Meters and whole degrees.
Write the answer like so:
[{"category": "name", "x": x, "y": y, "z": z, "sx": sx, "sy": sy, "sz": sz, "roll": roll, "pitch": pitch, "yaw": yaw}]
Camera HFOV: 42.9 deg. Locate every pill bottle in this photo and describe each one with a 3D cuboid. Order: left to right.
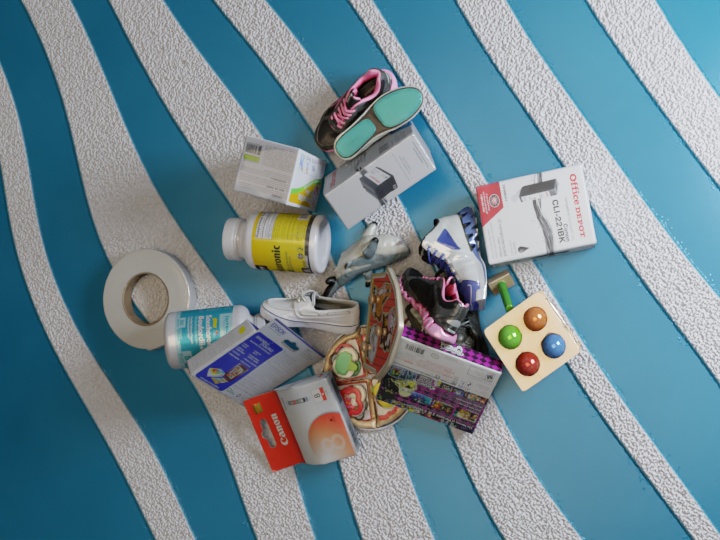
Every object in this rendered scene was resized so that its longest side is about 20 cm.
[{"category": "pill bottle", "x": -0.278, "y": 0.128, "z": 1.788, "sx": 0.195, "sy": 0.111, "sz": 0.114, "roll": -6, "pitch": 87, "yaw": -1}, {"category": "pill bottle", "x": -0.163, "y": -0.056, "z": 1.774, "sx": 0.195, "sy": 0.111, "sz": 0.114, "roll": 4, "pitch": 90, "yaw": 15}]

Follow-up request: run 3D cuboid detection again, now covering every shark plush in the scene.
[{"category": "shark plush", "x": 0.000, "y": 0.000, "z": 1.758, "sx": 0.200, "sy": 0.091, "sz": 0.083, "roll": -44, "pitch": 110, "yaw": 5}]

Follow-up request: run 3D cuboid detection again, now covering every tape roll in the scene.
[{"category": "tape roll", "x": -0.432, "y": 0.059, "z": 1.877, "sx": 0.198, "sy": 0.037, "sz": 0.208, "roll": -1, "pitch": 88, "yaw": 14}]

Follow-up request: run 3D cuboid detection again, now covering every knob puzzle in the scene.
[{"category": "knob puzzle", "x": 0.034, "y": 0.095, "z": 1.652, "sx": 0.030, "sy": 0.219, "sz": 0.226, "roll": 7, "pitch": 90, "yaw": -15}]

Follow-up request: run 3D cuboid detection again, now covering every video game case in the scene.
[{"category": "video game case", "x": 0.140, "y": 0.200, "z": 1.661, "sx": 0.196, "sy": 0.036, "sz": 0.184, "roll": 19, "pitch": 132, "yaw": 3}]

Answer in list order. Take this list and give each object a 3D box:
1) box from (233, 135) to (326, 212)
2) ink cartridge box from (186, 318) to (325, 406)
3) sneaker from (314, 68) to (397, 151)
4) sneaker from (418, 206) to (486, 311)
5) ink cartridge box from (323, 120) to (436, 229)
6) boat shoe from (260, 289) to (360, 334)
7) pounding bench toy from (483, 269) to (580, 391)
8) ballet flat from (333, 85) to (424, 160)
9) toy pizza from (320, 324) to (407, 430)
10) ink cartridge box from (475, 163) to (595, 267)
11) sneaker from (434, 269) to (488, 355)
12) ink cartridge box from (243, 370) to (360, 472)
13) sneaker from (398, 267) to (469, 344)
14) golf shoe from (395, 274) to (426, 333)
[{"category": "box", "x": -0.147, "y": -0.179, "z": 1.727, "sx": 0.110, "sy": 0.200, "sz": 0.104, "roll": 15, "pitch": 93, "yaw": 12}, {"category": "ink cartridge box", "x": -0.196, "y": 0.166, "z": 1.736, "sx": 0.198, "sy": 0.198, "sz": 0.047, "roll": -34, "pitch": 53, "yaw": 8}, {"category": "sneaker", "x": -0.019, "y": -0.312, "z": 1.746, "sx": 0.200, "sy": 0.095, "sz": 0.079, "roll": -45, "pitch": 81, "yaw": 10}, {"category": "sneaker", "x": 0.166, "y": -0.017, "z": 1.681, "sx": 0.112, "sy": 0.081, "sz": 0.204, "roll": -8, "pitch": 64, "yaw": 1}, {"category": "ink cartridge box", "x": 0.034, "y": -0.181, "z": 1.702, "sx": 0.198, "sy": 0.146, "sz": 0.084, "roll": -33, "pitch": 107, "yaw": 11}, {"category": "boat shoe", "x": -0.096, "y": 0.069, "z": 1.765, "sx": 0.195, "sy": 0.074, "sz": 0.067, "roll": 7, "pitch": 119, "yaw": 1}, {"category": "pounding bench toy", "x": 0.286, "y": 0.092, "z": 1.635, "sx": 0.123, "sy": 0.156, "sz": 0.202, "roll": -36, "pitch": 81, "yaw": 10}, {"category": "ballet flat", "x": 0.033, "y": -0.278, "z": 1.723, "sx": 0.198, "sy": 0.069, "sz": 0.070, "roll": -36, "pitch": 81, "yaw": 4}, {"category": "toy pizza", "x": 0.015, "y": 0.207, "z": 1.764, "sx": 0.195, "sy": 0.032, "sz": 0.206, "roll": 0, "pitch": 89, "yaw": 14}, {"category": "ink cartridge box", "x": 0.321, "y": -0.098, "z": 1.668, "sx": 0.195, "sy": 0.084, "sz": 0.148, "roll": -11, "pitch": 85, "yaw": 13}, {"category": "sneaker", "x": 0.182, "y": 0.088, "z": 1.685, "sx": 0.075, "sy": 0.114, "sz": 0.204, "roll": -16, "pitch": 82, "yaw": 12}, {"category": "ink cartridge box", "x": -0.118, "y": 0.299, "z": 1.762, "sx": 0.196, "sy": 0.050, "sz": 0.165, "roll": -20, "pitch": 100, "yaw": 13}, {"category": "sneaker", "x": 0.136, "y": 0.042, "z": 1.637, "sx": 0.097, "sy": 0.078, "sz": 0.201, "roll": -60, "pitch": 35, "yaw": 19}, {"category": "golf shoe", "x": 0.106, "y": 0.099, "z": 1.708, "sx": 0.087, "sy": 0.076, "sz": 0.204, "roll": -22, "pitch": 89, "yaw": 52}]
